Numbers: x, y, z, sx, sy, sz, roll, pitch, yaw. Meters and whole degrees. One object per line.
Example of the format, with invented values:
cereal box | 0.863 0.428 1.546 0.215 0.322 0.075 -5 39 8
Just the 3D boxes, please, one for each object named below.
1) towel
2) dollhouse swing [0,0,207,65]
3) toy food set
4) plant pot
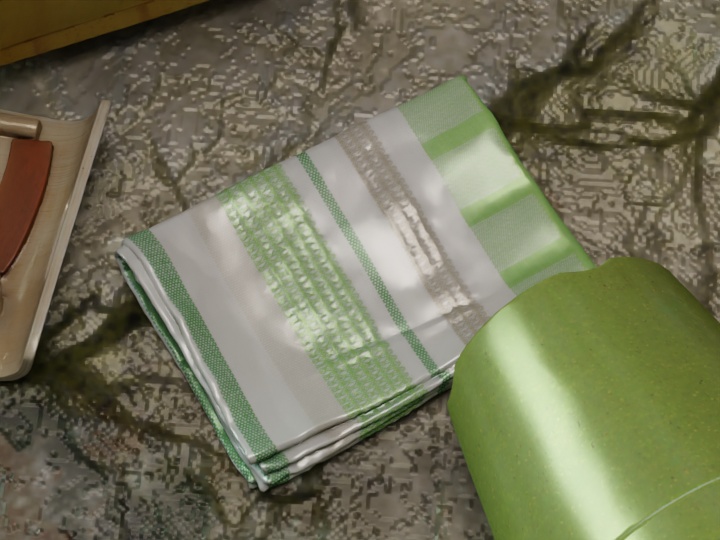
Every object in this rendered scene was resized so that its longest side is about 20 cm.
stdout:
towel | 0.000 0.000 1.301 0.199 0.031 0.149 -28 68 -12
dollhouse swing | -0.124 -0.211 1.306 0.199 0.176 0.182 -19 58 -10
toy food set | -0.233 -0.036 1.304 0.199 0.060 0.144 11 66 6
plant pot | 0.130 0.100 1.180 0.199 0.200 0.190 -23 55 -10
